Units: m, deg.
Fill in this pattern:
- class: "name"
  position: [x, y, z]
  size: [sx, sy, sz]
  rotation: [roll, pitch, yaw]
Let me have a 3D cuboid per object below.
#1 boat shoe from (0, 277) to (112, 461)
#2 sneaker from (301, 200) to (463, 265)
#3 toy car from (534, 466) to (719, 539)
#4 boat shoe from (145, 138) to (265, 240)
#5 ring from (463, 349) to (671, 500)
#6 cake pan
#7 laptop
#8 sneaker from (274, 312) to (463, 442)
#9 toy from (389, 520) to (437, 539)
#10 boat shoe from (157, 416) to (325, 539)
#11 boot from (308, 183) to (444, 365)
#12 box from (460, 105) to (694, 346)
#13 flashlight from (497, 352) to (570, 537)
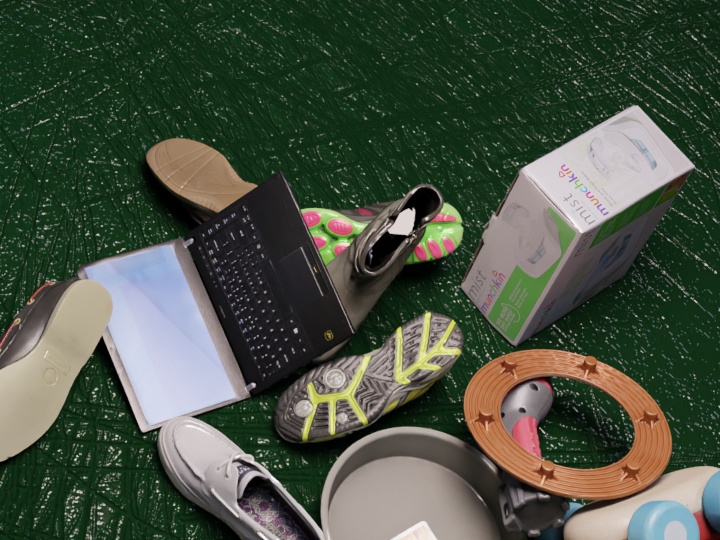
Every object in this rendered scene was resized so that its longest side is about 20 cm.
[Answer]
- class: "boat shoe"
  position: [-0.303, 0.092, 1.568]
  size: [0.074, 0.063, 0.202]
  rotation: [50, 57, -32]
- class: "sneaker"
  position: [0.004, -0.032, 1.761]
  size: [0.198, 0.084, 0.077]
  rotation: [-2, 94, -4]
- class: "toy car"
  position: [0.287, 0.294, 1.576]
  size: [0.176, 0.184, 0.202]
  rotation: [-17, 90, -28]
- class: "boat shoe"
  position: [-0.141, -0.066, 1.734]
  size: [0.199, 0.065, 0.072]
  rotation: [31, 54, 30]
- class: "ring"
  position: [0.195, 0.137, 1.608]
  size: [0.199, 0.019, 0.201]
  rotation: [7, 38, -5]
- class: "cake pan"
  position: [0.056, 0.240, 1.591]
  size: [0.199, 0.037, 0.201]
  rotation: [9, 53, -12]
- class: "laptop"
  position: [-0.137, 0.028, 1.619]
  size: [0.103, 0.199, 0.178]
  rotation: [4, 58, -62]
- class: "sneaker"
  position: [0.011, 0.116, 1.651]
  size: [0.199, 0.077, 0.076]
  rotation: [-24, 67, -11]
- class: "toy"
  position: [0.006, 0.309, 1.481]
  size: [0.199, 0.047, 0.116]
  rotation: [-28, 74, -19]
- class: "boat shoe"
  position: [-0.105, 0.199, 1.547]
  size: [0.072, 0.069, 0.200]
  rotation: [-28, 68, -33]
- class: "boot"
  position: [0.000, 0.000, 1.647]
  size: [0.068, 0.131, 0.200]
  rotation: [38, 84, 0]
- class: "box"
  position: [0.216, -0.046, 1.752]
  size: [0.176, 0.200, 0.097]
  rotation: [-29, 68, -34]
- class: "flashlight"
  position: [0.162, 0.163, 1.630]
  size: [0.067, 0.068, 0.201]
  rotation: [14, 32, -14]
